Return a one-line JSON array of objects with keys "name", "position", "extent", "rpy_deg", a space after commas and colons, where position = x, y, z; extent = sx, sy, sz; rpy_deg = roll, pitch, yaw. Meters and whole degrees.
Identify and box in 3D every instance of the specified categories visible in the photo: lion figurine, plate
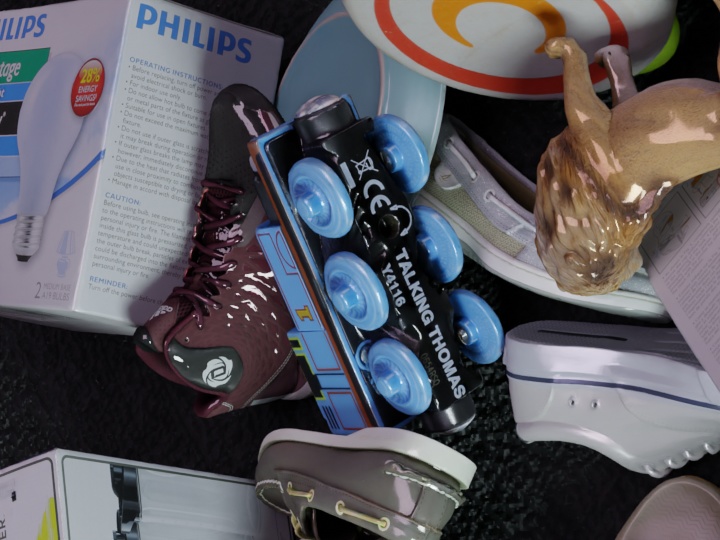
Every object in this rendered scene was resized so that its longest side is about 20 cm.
[{"name": "lion figurine", "position": [0.158, -0.070, 0.929], "extent": [0.200, 0.072, 0.123], "rpy_deg": [-26, 67, 42]}, {"name": "plate", "position": [-0.014, -0.089, 1.160], "extent": [0.200, 0.026, 0.201], "rpy_deg": [-29, 54, 50]}]

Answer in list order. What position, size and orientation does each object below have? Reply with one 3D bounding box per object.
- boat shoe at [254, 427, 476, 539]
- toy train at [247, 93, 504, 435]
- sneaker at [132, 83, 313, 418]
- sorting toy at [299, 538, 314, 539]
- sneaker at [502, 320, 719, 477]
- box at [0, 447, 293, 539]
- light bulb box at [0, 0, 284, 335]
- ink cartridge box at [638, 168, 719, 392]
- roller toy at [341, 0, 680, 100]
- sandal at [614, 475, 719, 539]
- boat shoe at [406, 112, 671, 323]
[{"name": "boat shoe", "position": [-0.010, 0.129, 1.080], "extent": [0.202, 0.072, 0.060], "rpy_deg": [-12, 52, 59]}, {"name": "toy train", "position": [0.000, 0.000, 1.055], "extent": [0.114, 0.087, 0.201], "rpy_deg": [-7, 111, 55]}, {"name": "sneaker", "position": [-0.086, -0.002, 1.127], "extent": [0.076, 0.115, 0.201], "rpy_deg": [16, 121, 56]}, {"name": "sorting toy", "position": [0.036, 0.267, 1.031], "extent": [0.179, 0.107, 0.201], "rpy_deg": [9, 77, 29]}, {"name": "sneaker", "position": [0.167, 0.071, 0.998], "extent": [0.200, 0.073, 0.071], "rpy_deg": [7, 109, 38]}, {"name": "box", "position": [-0.120, 0.176, 1.106], "extent": [0.060, 0.200, 0.117], "rpy_deg": [-22, 65, 33]}, {"name": "light bulb box", "position": [-0.168, -0.064, 1.235], "extent": [0.198, 0.125, 0.201], "rpy_deg": [1, 80, 49]}, {"name": "ink cartridge box", "position": [0.213, -0.028, 0.925], "extent": [0.162, 0.050, 0.200], "rpy_deg": [-53, 23, 18]}, {"name": "roller toy", "position": [0.085, -0.192, 1.021], "extent": [0.182, 0.200, 0.140], "rpy_deg": [8, 67, 12]}, {"name": "sandal", "position": [0.135, 0.197, 0.968], "extent": [0.080, 0.054, 0.200], "rpy_deg": [32, 84, 22]}, {"name": "boat shoe", "position": [0.098, -0.027, 1.065], "extent": [0.202, 0.074, 0.065], "rpy_deg": [32, 104, 46]}]
